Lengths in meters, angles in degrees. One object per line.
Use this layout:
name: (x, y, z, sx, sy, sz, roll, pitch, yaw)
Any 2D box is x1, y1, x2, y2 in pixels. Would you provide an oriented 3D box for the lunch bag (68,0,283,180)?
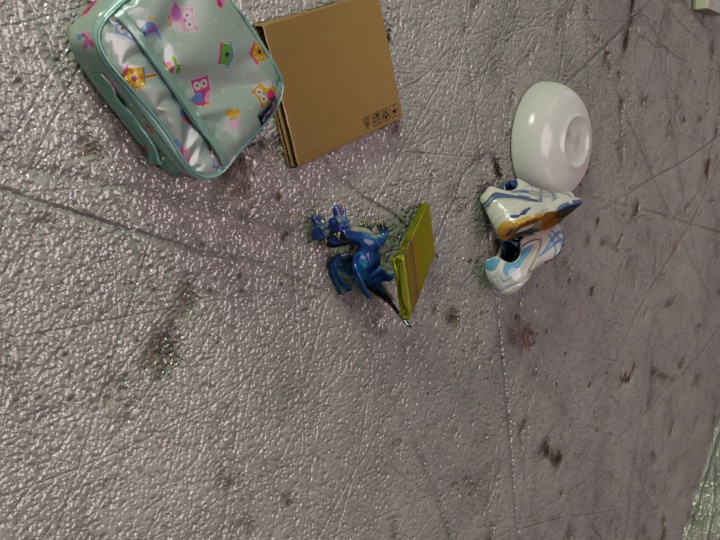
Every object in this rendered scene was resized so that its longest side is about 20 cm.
lunch bag: (-0.171, -0.190, 0.773, 0.161, 0.077, 0.200, -56, 131, -26)

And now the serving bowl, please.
serving bowl: (0.330, -0.212, 1.319, 0.199, 0.066, 0.202, -8, 101, -45)

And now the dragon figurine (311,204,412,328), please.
dragon figurine: (0.000, 0.000, 0.999, 0.099, 0.059, 0.201, -36, 120, -38)

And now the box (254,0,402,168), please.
box: (-0.031, -0.233, 0.958, 0.200, 0.021, 0.164, -32, 118, -39)

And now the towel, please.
towel: (0.071, -0.018, 1.043, 0.200, 0.018, 0.087, -61, 146, -62)

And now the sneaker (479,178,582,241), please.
sneaker: (0.270, -0.111, 1.250, 0.199, 0.075, 0.088, -13, 64, -43)

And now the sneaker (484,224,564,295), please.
sneaker: (0.265, -0.035, 1.275, 0.200, 0.072, 0.073, -39, 110, -42)

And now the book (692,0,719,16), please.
book: (0.779, -0.670, 1.751, 0.133, 0.048, 0.202, -10, 104, -48)
